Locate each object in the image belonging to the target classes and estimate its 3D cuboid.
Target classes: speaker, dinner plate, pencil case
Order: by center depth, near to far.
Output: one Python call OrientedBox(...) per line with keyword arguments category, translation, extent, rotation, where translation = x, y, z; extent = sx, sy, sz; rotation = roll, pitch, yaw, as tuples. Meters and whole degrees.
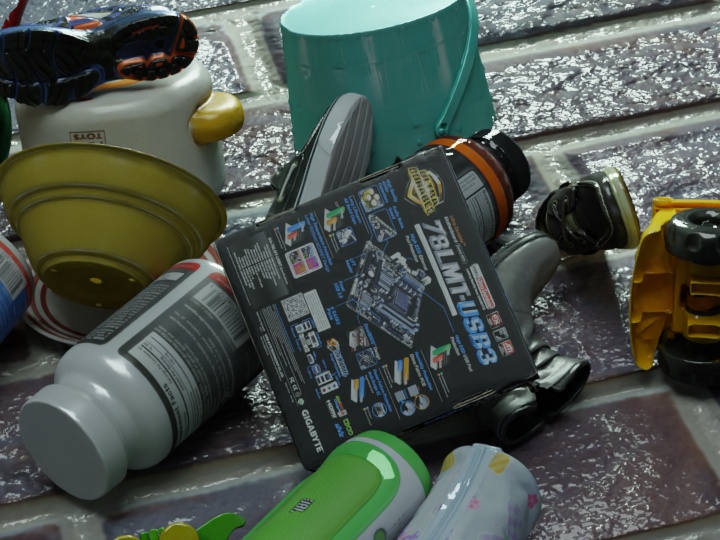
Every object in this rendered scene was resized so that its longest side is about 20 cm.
OrientedBox(category="pencil case", translation=(0.057, 0.212, 1.449), extent=(0.083, 0.091, 0.200), rotation=(-5, 30, 35))
OrientedBox(category="speaker", translation=(-0.033, 0.202, 1.480), extent=(0.088, 0.088, 0.200), rotation=(20, 44, 30))
OrientedBox(category="dinner plate", translation=(-0.208, 0.012, 1.804), extent=(0.200, 0.024, 0.200), rotation=(-3, 37, 2))

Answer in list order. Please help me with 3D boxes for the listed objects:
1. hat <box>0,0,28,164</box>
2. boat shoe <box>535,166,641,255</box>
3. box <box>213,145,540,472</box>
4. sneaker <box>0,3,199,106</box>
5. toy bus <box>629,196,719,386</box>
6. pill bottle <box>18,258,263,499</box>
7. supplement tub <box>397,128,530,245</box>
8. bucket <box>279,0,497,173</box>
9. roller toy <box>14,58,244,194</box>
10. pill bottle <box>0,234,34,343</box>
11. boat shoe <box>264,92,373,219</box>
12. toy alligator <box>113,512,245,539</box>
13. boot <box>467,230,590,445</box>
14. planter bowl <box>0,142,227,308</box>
OrientedBox(category="hat", translation=(-0.335, -0.144, 1.848), extent=(0.176, 0.200, 0.166), rotation=(2, 47, 38))
OrientedBox(category="boat shoe", translation=(0.191, -0.042, 1.731), extent=(0.065, 0.073, 0.200), rotation=(-18, -5, -4))
OrientedBox(category="box", translation=(0.013, 0.031, 1.594), extent=(0.198, 0.050, 0.200), rotation=(-23, 82, 2))
OrientedBox(category="sneaker", translation=(-0.246, -0.196, 1.799), extent=(0.200, 0.075, 0.078), rotation=(-7, 25, -13))
OrientedBox(category="toy bus", translation=(0.326, 0.002, 1.681), extent=(0.200, 0.136, 0.192), rotation=(3, 22, 8))
OrientedBox(category="pill bottle", translation=(-0.172, 0.087, 1.623), extent=(0.116, 0.116, 0.200), rotation=(21, 44, 31))
OrientedBox(category="supplement tub", translation=(0.062, -0.050, 1.785), extent=(0.107, 0.107, 0.200), rotation=(25, 46, 34))
OrientedBox(category="bucket", translation=(0.023, -0.188, 1.911), extent=(0.207, 0.135, 0.207), rotation=(-9, 23, 4))
OrientedBox(category="roller toy", translation=(-0.220, -0.126, 1.865), extent=(0.182, 0.140, 0.200), rotation=(-21, 28, -29))
OrientedBox(category="pill bottle", translation=(-0.366, 0.057, 1.685), extent=(0.112, 0.112, 0.200), rotation=(13, 46, 23))
OrientedBox(category="boat shoe", translation=(-0.050, -0.070, 1.795), extent=(0.071, 0.072, 0.200), rotation=(13, 73, 30))
OrientedBox(category="toy alligator", translation=(-0.178, 0.226, 1.495), extent=(0.200, 0.059, 0.054), rotation=(-13, 78, -10))
OrientedBox(category="boot", translation=(0.139, 0.059, 1.671), extent=(0.132, 0.070, 0.200), rotation=(25, 58, 32))
OrientedBox(category="planter bowl", translation=(-0.217, -0.023, 1.711), extent=(0.200, 0.200, 0.083), rotation=(3, 64, 11))
